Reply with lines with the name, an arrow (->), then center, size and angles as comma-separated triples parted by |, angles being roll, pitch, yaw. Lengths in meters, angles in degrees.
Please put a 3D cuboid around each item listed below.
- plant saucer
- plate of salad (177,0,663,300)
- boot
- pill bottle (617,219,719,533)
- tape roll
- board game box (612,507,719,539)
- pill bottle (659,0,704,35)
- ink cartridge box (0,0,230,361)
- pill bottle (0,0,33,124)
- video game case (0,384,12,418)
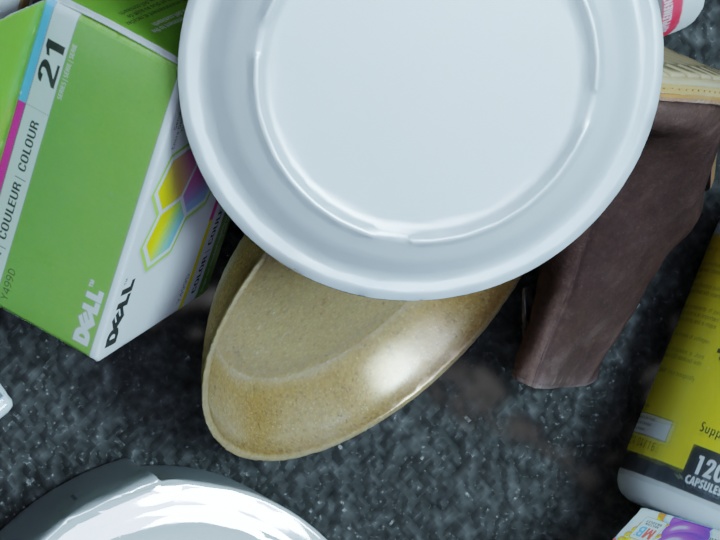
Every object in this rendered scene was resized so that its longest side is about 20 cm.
plant saucer -> 0.000, 0.000, 1.256 | 0.200, 0.200, 0.035 | -38, 61, -11
plate of salad -> 0.024, -0.085, 1.136 | 0.200, 0.048, 0.201 | -2, 108, -7
boot -> 0.113, -0.021, 1.256 | 0.072, 0.200, 0.167 | 25, 96, 16
pill bottle -> 0.208, 0.035, 1.333 | 0.112, 0.112, 0.200 | 23, 87, -17
tape roll -> -0.091, 0.190, 1.274 | 0.202, 0.071, 0.203 | -1, 94, -16
board game box -> 0.170, 0.226, 1.292 | 0.103, 0.105, 0.200 | -44, 127, -28
pill bottle -> 0.049, -0.128, 1.275 | 0.200, 0.111, 0.111 | -23, 100, -14
ink cartridge box -> -0.121, -0.036, 1.161 | 0.076, 0.200, 0.148 | 28, 118, 15
pill bottle -> -0.183, -0.166, 1.160 | 0.114, 0.114, 0.200 | 11, 100, -17
video game case -> -0.278, 0.049, 1.167 | 0.200, 0.023, 0.182 | -40, 99, -16
